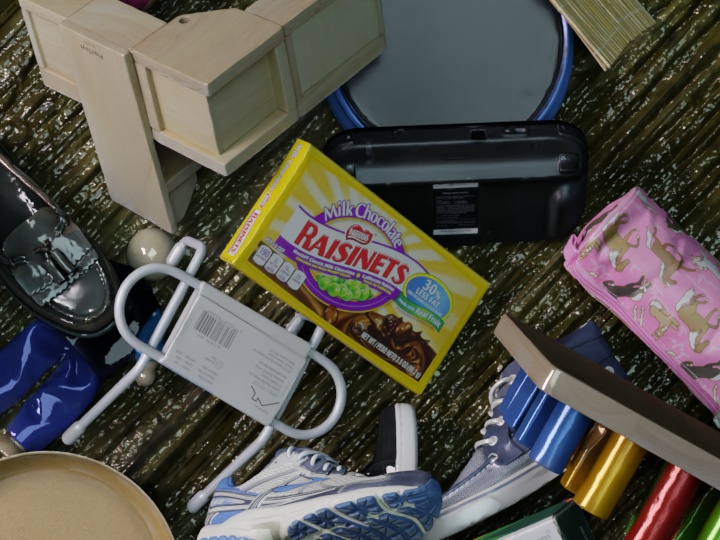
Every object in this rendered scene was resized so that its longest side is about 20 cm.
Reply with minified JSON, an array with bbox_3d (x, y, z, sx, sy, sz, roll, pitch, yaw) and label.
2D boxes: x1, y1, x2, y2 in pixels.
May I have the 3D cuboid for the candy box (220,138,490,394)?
[{"bbox_3d":[0.000,0.000,1.339,0.199,0.026,0.103,36,83,-33],"label":"candy box"}]

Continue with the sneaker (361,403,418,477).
[{"bbox_3d":[-0.016,0.195,1.354,0.111,0.073,0.202,4,85,2],"label":"sneaker"}]

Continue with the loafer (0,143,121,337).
[{"bbox_3d":[-0.248,-0.032,1.334,0.072,0.063,0.200,-40,67,-9],"label":"loafer"}]

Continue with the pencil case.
[{"bbox_3d":[0.241,0.030,1.367,0.200,0.087,0.083,46,117,1],"label":"pencil case"}]

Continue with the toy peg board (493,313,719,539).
[{"bbox_3d":[0.174,0.133,1.249,0.198,0.200,0.098,29,95,-8],"label":"toy peg board"}]

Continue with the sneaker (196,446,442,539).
[{"bbox_3d":[-0.033,0.159,1.304,0.198,0.077,0.086,-15,50,27],"label":"sneaker"}]

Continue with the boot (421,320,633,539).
[{"bbox_3d":[0.112,0.121,1.368,0.199,0.073,0.091,-29,83,-12],"label":"boot"}]

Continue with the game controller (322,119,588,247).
[{"bbox_3d":[0.070,-0.062,1.365,0.198,0.105,0.042,-2,48,0],"label":"game controller"}]

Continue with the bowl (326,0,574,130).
[{"bbox_3d":[0.065,-0.172,1.393,0.198,0.039,0.203,0,87,-2],"label":"bowl"}]

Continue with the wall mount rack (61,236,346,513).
[{"bbox_3d":[-0.116,0.081,1.340,0.199,0.074,0.175,33,82,-25],"label":"wall mount rack"}]

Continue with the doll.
[{"bbox_3d":[-0.212,0.045,1.369,0.136,0.048,0.200,44,87,0],"label":"doll"}]

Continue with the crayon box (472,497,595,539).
[{"bbox_3d":[0.086,0.253,1.267,0.199,0.051,0.128,-26,87,28],"label":"crayon box"}]

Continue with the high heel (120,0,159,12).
[{"bbox_3d":[-0.149,-0.280,1.353,0.096,0.068,0.201,35,113,-4],"label":"high heel"}]

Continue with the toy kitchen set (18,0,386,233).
[{"bbox_3d":[-0.110,-0.146,1.358,0.199,0.164,0.180,27,53,34],"label":"toy kitchen set"}]

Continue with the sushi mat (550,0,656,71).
[{"bbox_3d":[0.141,-0.244,1.383,0.200,0.012,0.096,50,43,1],"label":"sushi mat"}]

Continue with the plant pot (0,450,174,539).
[{"bbox_3d":[-0.230,0.229,1.355,0.198,0.027,0.202,-1,97,-4],"label":"plant pot"}]
